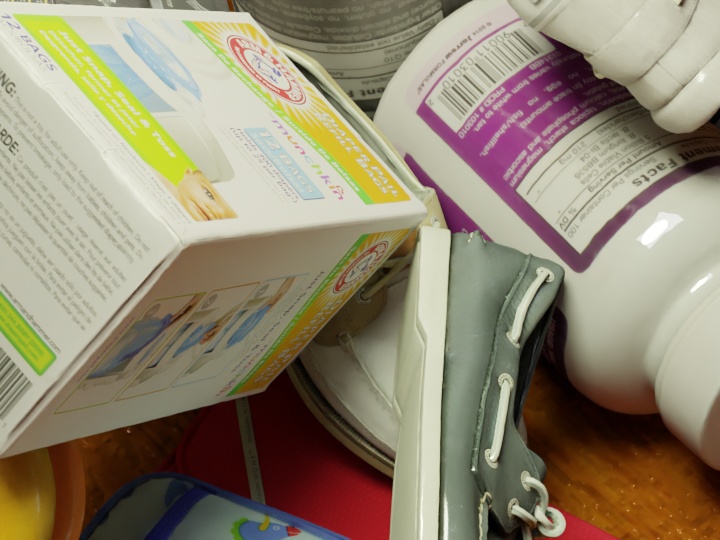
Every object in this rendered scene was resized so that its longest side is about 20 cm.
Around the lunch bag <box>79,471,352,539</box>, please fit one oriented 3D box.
[{"bbox_3d":[-0.070,0.177,0.981,0.161,0.083,0.200,24,60,30],"label":"lunch bag"}]

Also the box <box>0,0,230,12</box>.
[{"bbox_3d":[-0.122,-0.077,1.149,0.158,0.048,0.200,13,44,-32],"label":"box"}]

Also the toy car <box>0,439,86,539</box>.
[{"bbox_3d":[-0.188,0.102,0.960,0.200,0.150,0.175,-27,87,8],"label":"toy car"}]

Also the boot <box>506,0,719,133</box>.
[{"bbox_3d":[0.115,-0.105,1.062,0.096,0.074,0.200,44,23,-3],"label":"boot"}]

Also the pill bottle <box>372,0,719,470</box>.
[{"bbox_3d":[0.102,-0.015,1.073,0.112,0.112,0.200,-33,54,-14],"label":"pill bottle"}]

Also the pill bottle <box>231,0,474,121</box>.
[{"bbox_3d":[-0.001,-0.133,1.128,0.114,0.200,0.114,-6,53,8],"label":"pill bottle"}]

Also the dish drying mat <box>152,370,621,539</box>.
[{"bbox_3d":[0.015,0.099,1.061,0.200,0.018,0.077,25,60,27],"label":"dish drying mat"}]

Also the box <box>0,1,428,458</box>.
[{"bbox_3d":[-0.079,-0.019,0.954,0.113,0.200,0.101,48,111,15],"label":"box"}]

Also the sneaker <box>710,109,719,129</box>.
[{"bbox_3d":[0.191,-0.044,1.100,0.078,0.077,0.200,-26,51,-7],"label":"sneaker"}]

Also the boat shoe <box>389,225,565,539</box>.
[{"bbox_3d":[0.044,0.070,0.961,0.062,0.073,0.200,7,52,-6],"label":"boat shoe"}]

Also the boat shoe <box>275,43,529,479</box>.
[{"bbox_3d":[0.000,0.000,1.064,0.075,0.068,0.200,-27,70,-30],"label":"boat shoe"}]
